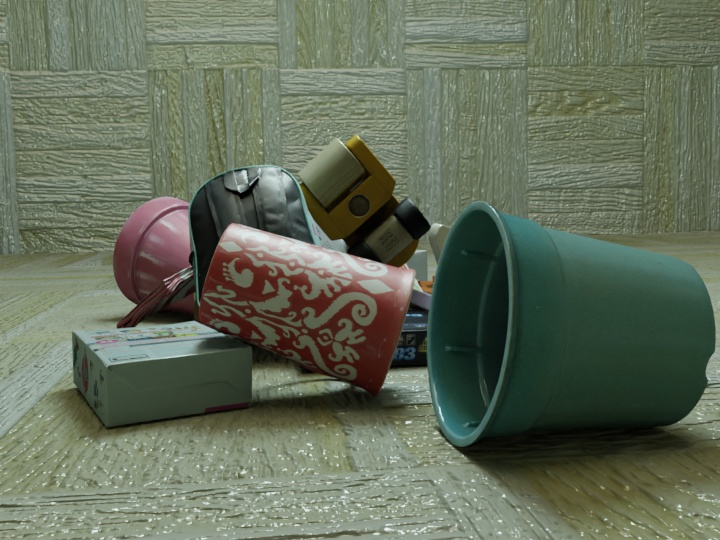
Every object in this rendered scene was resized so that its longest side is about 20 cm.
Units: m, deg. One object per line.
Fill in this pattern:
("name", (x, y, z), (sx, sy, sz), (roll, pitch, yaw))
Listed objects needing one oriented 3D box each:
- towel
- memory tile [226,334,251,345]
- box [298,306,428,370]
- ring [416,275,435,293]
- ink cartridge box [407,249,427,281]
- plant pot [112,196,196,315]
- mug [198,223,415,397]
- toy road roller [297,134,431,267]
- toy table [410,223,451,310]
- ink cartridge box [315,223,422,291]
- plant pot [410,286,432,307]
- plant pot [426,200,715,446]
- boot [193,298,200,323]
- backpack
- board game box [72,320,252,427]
("towel", (-0.250, 0.020, 1.232), (0.144, 0.023, 0.199), (-36, -1, 38))
("memory tile", (-0.260, 0.101, 1.156), (0.197, 0.017, 0.153), (3, 7, 30))
("box", (0.007, 0.085, 1.102), (0.197, 0.051, 0.198), (-2, 6, -9))
("ring", (0.184, 0.024, 1.551), (0.197, 0.020, 0.200), (0, 5, 0))
("ink cartridge box", (0.020, 0.002, 1.753), (0.198, 0.087, 0.146), (4, 8, 33))
("plant pot", (-0.297, -0.007, 1.465), (0.177, 0.203, 0.199), (22, 18, 34))
("mug", (-0.062, 0.052, 0.880), (0.197, 0.179, 0.134), (18, 29, -1))
("toy road roller", (0.001, -0.087, 1.236), (0.123, 0.201, 0.146), (-41, 3, 1))
("toy table", (0.155, 0.014, 1.209), (0.198, 0.119, 0.183), (18, 0, 40))
("ink cartridge box", (0.000, 0.000, 1.376), (0.084, 0.177, 0.199), (-43, -29, 18))
("plant pot", (0.155, 0.051, 1.510), (0.196, 0.028, 0.200), (0, 6, 0))
("plant pot", (0.178, 0.052, 0.728), (0.193, 0.204, 0.200), (5, 4, -13))
("boot", (-0.157, 0.050, 1.359), (0.198, 0.074, 0.154), (-24, -23, 35))
("backpack", (-0.139, -0.029, 1.125), (0.173, 0.203, 0.153), (-15, -15, -1))
("board game box", (-0.215, 0.102, 0.896), (0.145, 0.065, 0.199), (-3, 7, -27))
